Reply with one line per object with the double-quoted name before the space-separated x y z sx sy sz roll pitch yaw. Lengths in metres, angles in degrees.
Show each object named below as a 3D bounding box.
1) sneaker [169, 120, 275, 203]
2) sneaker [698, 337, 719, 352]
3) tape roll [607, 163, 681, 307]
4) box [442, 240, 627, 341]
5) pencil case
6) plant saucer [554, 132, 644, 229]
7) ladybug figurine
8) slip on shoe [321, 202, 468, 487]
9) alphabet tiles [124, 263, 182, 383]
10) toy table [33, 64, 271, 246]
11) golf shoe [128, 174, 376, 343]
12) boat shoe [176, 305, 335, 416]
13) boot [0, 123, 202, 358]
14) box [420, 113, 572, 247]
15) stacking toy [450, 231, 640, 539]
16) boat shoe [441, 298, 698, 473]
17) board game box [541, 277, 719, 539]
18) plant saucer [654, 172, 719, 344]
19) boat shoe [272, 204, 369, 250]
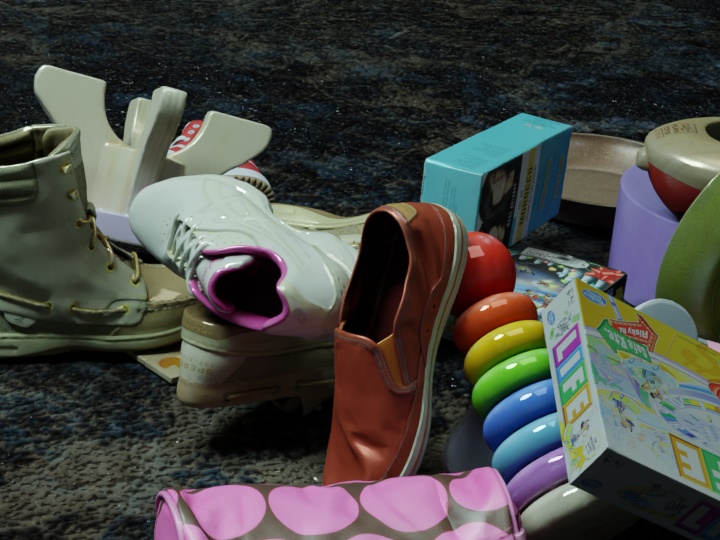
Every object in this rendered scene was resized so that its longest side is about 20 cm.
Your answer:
"sneaker" -0.179 -0.084 1.328 0.198 0.072 0.113 6 26 -18
"sneaker" 0.237 0.083 1.060 0.199 0.071 0.082 20 -1 40
"tape roll" 0.306 -0.023 1.268 0.198 0.086 0.200 4 23 -2
"box" 0.090 0.011 1.202 0.199 0.040 0.137 17 25 27
"pencil case" -0.007 0.150 0.810 0.198 0.092 0.094 -4 -10 -15
"plant saucer" 0.222 -0.081 1.444 0.199 0.037 0.201 5 24 -2
"ladybug figurine" 0.307 -0.068 1.174 0.198 0.073 0.136 7 23 4
"slip on shoe" 0.008 0.054 0.906 0.061 0.202 0.074 17 -3 -41
"alphabet tiles" -0.112 0.035 1.151 0.166 0.006 0.199 -16 31 -40
"toy table" -0.171 -0.078 1.178 0.199 0.118 0.184 14 -1 -27
"golf shoe" -0.085 -0.012 0.975 0.199 0.076 0.091 23 17 33
"boat shoe" -0.046 0.061 1.035 0.071 0.065 0.199 19 10 43
"boot" -0.186 -0.025 1.071 0.198 0.156 0.072 -6 27 -13
"box" 0.108 -0.065 1.229 0.049 0.083 0.200 16 23 23
"stacking toy" 0.097 0.064 0.913 0.085 0.086 0.201 -7 60 -26
"boat shoe" 0.126 0.082 0.994 0.199 0.074 0.068 -37 5 -22
"board game box" 0.198 0.098 0.881 0.199 0.034 0.135 26 35 -22
"plant saucer" 0.299 -0.006 1.086 0.199 0.201 0.031 -7 34 -25
"boat shoe" 0.000 0.000 1.118 0.199 0.071 0.065 6 55 32
